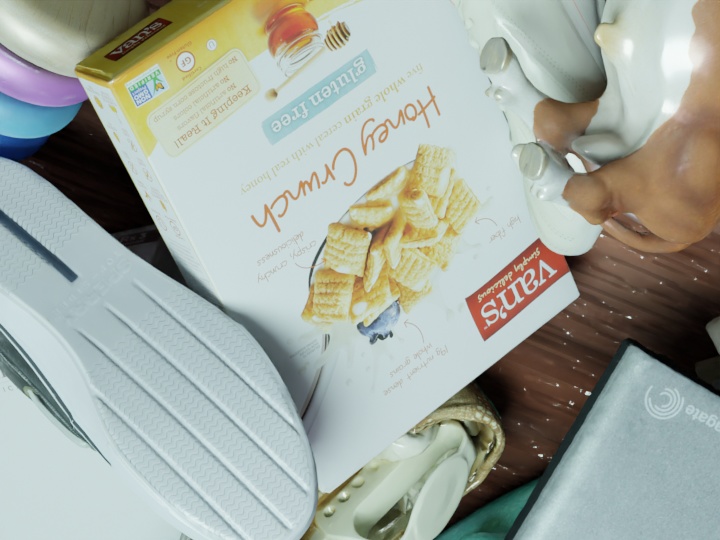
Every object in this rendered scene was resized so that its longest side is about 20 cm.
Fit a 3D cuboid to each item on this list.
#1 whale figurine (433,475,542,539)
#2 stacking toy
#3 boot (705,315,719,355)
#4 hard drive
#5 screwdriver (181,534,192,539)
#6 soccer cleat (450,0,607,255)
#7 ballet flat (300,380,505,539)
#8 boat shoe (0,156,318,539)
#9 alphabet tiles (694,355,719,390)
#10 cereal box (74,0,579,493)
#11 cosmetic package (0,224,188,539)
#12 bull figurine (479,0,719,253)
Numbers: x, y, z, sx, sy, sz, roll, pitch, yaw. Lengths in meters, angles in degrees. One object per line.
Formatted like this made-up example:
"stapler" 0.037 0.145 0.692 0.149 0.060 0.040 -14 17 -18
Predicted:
"whale figurine" 0.081 0.131 1.020 0.199 0.104 0.159 -3 160 33
"stacking toy" -0.170 -0.059 0.937 0.085 0.086 0.200 34 127 -15
"boot" 0.226 0.081 0.959 0.146 0.070 0.201 -16 102 1
"hard drive" 0.115 0.147 0.915 0.139 0.033 0.201 30 94 -3
"screwdriver" -0.063 0.076 0.931 0.029 0.201 0.028 40 144 -28
"soccer cleat" 0.063 -0.099 0.879 0.077 0.069 0.201 -8 116 -10
"ballet flat" -0.014 0.116 0.966 0.200 0.065 0.071 -47 130 -15
"boat shoe" -0.090 0.036 0.890 0.200 0.072 0.071 46 160 16
"alphabet tiles" 0.247 0.070 1.006 0.166 0.008 0.201 -17 120 17
"cereal box" -0.007 -0.032 0.905 0.144 0.039 0.201 -37 119 -18
"cosmetic package" -0.105 0.088 1.014 0.112 0.081 0.201 -14 121 17
"bull figurine" 0.114 -0.105 0.824 0.121 0.065 0.201 7 98 -33
